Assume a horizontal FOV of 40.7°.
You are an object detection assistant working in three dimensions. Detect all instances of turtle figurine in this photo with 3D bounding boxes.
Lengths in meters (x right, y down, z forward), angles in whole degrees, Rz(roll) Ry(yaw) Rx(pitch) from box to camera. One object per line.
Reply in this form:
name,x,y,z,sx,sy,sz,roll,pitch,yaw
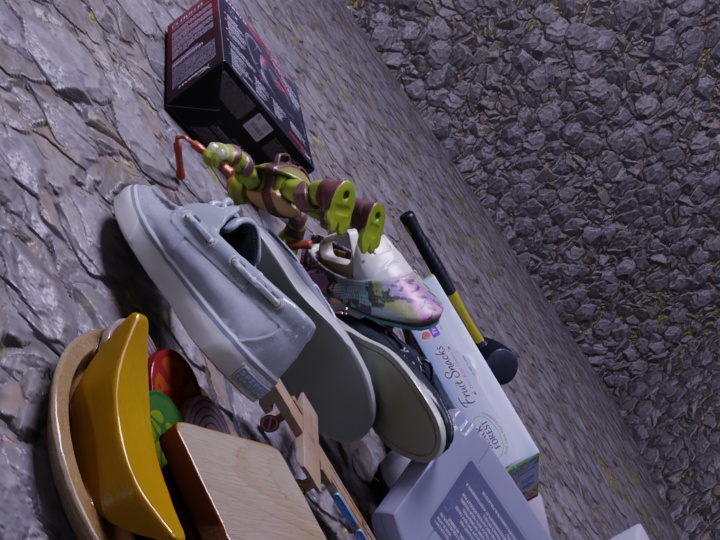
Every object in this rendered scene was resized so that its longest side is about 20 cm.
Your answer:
turtle figurine,-0.057,-0.058,0.829,0.159,0.065,0.200,16,-22,34

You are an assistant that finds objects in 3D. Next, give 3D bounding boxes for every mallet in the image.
mallet,0.098,0.030,0.976,0.202,0.041,0.066,59,-8,-22

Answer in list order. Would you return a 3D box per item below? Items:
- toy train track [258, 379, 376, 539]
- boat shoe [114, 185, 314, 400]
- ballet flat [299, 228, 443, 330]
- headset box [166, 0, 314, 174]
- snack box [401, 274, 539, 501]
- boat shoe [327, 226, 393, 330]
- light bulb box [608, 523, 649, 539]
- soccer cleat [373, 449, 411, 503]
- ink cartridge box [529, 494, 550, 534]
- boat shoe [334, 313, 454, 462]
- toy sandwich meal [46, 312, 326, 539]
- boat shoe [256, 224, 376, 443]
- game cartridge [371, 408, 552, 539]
toy train track,-0.028,0.162,0.696,0.202,0.032,0.115,61,5,-16
boat shoe,-0.091,-0.003,0.617,0.201,0.071,0.070,47,-5,41
ballet flat,0.000,0.000,0.879,0.199,0.068,0.073,17,-68,55
headset box,-0.126,-0.185,0.997,0.149,0.074,0.202,49,17,-36
snack box,0.103,0.123,0.940,0.202,0.052,0.143,61,-4,28
boat shoe,0.008,0.029,1.013,0.202,0.074,0.072,-91,162,-44
light bulb box,0.146,0.308,0.627,0.200,0.198,0.125,61,13,14
soccer cleat,0.093,0.224,0.860,0.201,0.086,0.070,51,13,-28
ink cartridge box,0.154,0.222,1.182,0.201,0.044,0.177,53,15,-22
boat shoe,0.028,0.090,0.812,0.065,0.076,0.198,-4,19,-32
toy sandwich meal,-0.083,0.109,0.516,0.206,0.070,0.206,54,14,-20
boat shoe,-0.046,0.043,0.795,0.202,0.070,0.071,56,17,3
game cartridge,0.092,0.232,0.790,0.133,0.041,0.201,-48,113,-37
